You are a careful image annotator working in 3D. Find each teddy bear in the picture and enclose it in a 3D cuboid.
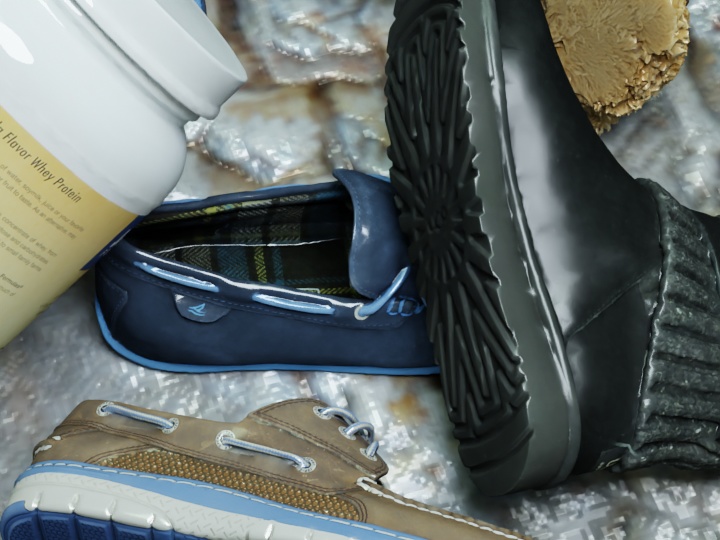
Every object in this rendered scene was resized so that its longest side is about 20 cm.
[{"bbox_3d":[0.071,-0.155,0.971,0.200,0.145,0.067,40,33,23],"label":"teddy bear"}]

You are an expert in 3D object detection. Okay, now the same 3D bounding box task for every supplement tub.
[{"bbox_3d":[-0.152,-0.046,0.840,0.200,0.144,0.145,-42,59,7],"label":"supplement tub"}]

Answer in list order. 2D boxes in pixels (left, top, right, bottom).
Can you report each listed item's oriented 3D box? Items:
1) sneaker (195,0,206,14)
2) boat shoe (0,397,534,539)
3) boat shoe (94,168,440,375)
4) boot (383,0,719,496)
[{"bbox_3d":[-0.069,-0.177,1.037,0.078,0.066,0.201,21,54,-2],"label":"sneaker"},{"bbox_3d":[-0.023,0.082,0.832,0.199,0.072,0.073,12,53,9],"label":"boat shoe"},{"bbox_3d":[0.000,0.000,0.895,0.199,0.069,0.084,-11,54,-9],"label":"boat shoe"},{"bbox_3d":[0.098,-0.022,0.861,0.157,0.079,0.212,-7,81,-24],"label":"boot"}]
